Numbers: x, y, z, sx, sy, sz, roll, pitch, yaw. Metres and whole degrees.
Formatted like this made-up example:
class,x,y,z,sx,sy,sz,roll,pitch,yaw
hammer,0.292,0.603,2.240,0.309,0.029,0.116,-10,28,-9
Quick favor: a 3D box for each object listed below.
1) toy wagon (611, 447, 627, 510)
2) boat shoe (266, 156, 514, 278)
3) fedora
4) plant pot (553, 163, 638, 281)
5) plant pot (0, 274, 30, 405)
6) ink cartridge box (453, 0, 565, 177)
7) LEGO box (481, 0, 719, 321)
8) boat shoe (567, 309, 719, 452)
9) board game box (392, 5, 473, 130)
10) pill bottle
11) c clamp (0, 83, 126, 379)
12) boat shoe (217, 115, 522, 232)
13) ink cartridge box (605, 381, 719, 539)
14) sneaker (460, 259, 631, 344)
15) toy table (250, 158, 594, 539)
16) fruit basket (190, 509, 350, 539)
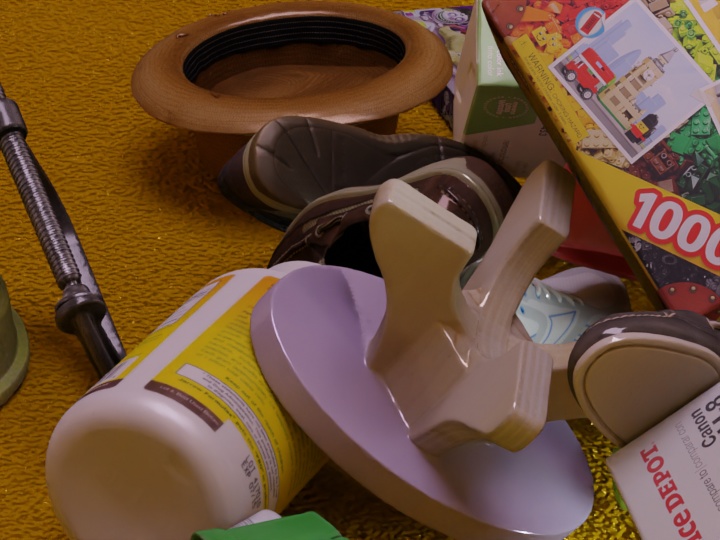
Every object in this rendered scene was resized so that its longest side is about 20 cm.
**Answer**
class,x,y,z,sx,sy,sz,roll,pitch,yaw
toy wagon,0.212,0.068,1.550,0.155,0.040,0.200,-7,26,13
boat shoe,-0.004,-0.005,1.589,0.075,0.075,0.202,-38,4,-37
fedora,-0.041,-0.100,1.836,0.200,0.082,0.201,-2,29,1
plant pot,0.208,-0.074,1.587,0.200,0.178,0.200,13,-3,1
plant pot,-0.274,-0.034,1.577,0.199,0.185,0.201,3,27,-2
ink cartridge box,0.159,-0.103,1.729,0.199,0.117,0.068,3,65,-4
LEGO box,0.174,-0.078,1.461,0.149,0.077,0.200,-31,69,1
boat shoe,0.156,0.052,1.391,0.200,0.067,0.057,21,30,-44
board game box,0.104,-0.126,1.961,0.120,0.032,0.200,-2,28,-18
pill bottle,-0.066,0.070,1.484,0.109,0.110,0.200,15,30,20
c clamp,-0.164,-0.018,1.556,0.027,0.171,0.200,-24,64,-4
boat shoe,0.009,-0.043,1.715,0.200,0.072,0.066,13,-16,-33
ink cartridge box,0.238,0.112,1.313,0.200,0.145,0.145,-36,28,8
sneaker,0.087,0.026,1.609,0.075,0.087,0.200,18,30,30
toy table,0.059,0.041,1.445,0.200,0.117,0.184,24,42,-26
fruit basket,-0.063,0.197,1.294,0.200,0.094,0.185,-33,43,-24
